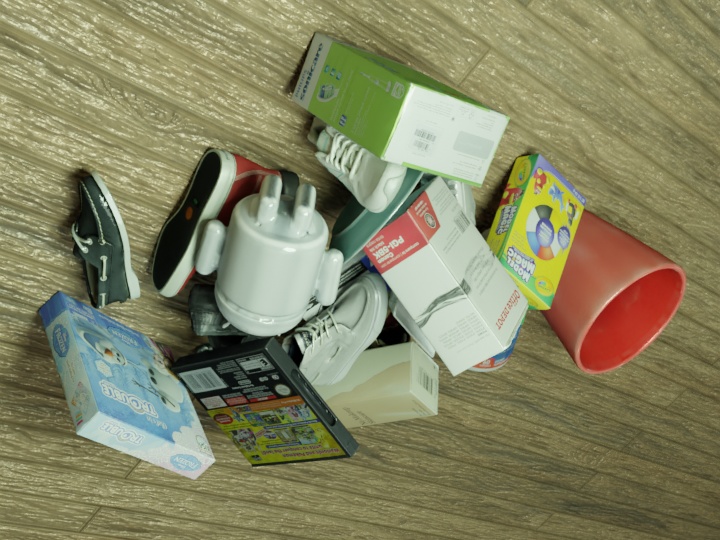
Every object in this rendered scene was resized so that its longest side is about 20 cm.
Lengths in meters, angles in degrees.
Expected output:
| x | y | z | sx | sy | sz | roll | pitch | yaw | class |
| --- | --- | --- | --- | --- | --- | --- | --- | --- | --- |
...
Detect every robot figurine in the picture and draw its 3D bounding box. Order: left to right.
| x | y | z | sx | sy | sz | roll | pitch | yaw | class |
| --- | --- | --- | --- | --- | --- | --- | --- | --- | --- |
| -0.103 | -0.008 | 1.282 | 0.168 | 0.113 | 0.201 | 16 | 122 | -4 | robot figurine |

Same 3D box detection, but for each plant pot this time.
| x | y | z | sx | sy | sz | roll | pitch | yaw | class |
| --- | --- | --- | --- | --- | --- | --- | --- | --- | --- |
| 0.333 | 0.017 | 1.604 | 0.199 | 0.178 | 0.202 | -25 | 141 | -21 | plant pot |

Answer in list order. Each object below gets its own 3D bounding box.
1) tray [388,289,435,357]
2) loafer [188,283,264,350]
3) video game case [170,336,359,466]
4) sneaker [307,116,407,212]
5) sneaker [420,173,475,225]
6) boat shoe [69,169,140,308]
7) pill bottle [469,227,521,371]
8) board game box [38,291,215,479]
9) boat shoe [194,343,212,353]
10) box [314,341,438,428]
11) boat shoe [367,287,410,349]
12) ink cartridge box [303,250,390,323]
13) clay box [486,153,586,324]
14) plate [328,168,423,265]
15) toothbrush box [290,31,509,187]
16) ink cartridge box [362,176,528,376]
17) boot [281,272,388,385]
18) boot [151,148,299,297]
| x | y | z | sx | sy | sz | roll | pitch | yaw | class |
| --- | --- | --- | --- | --- | --- | --- | --- | --- | --- |
| 0.077 | 0.040 | 1.509 | 0.200 | 0.022 | 0.108 | 48 | 55 | -63 | tray |
| -0.170 | 0.071 | 1.413 | 0.067 | 0.071 | 0.201 | 5 | 167 | 15 | loafer |
| -0.121 | 0.168 | 1.384 | 0.199 | 0.026 | 0.181 | -15 | 119 | 45 | video game case |
| -0.010 | -0.122 | 1.259 | 0.080 | 0.200 | 0.071 | 26 | 99 | -26 | sneaker |
| 0.128 | -0.054 | 1.460 | 0.082 | 0.074 | 0.202 | -36 | 131 | -51 | sneaker |
| -0.297 | -0.027 | 1.268 | 0.060 | 0.076 | 0.201 | -23 | 139 | -17 | boat shoe |
| 0.186 | 0.040 | 1.602 | 0.111 | 0.113 | 0.201 | -10 | 136 | -22 | pill bottle |
| -0.282 | 0.140 | 1.350 | 0.043 | 0.200 | 0.200 | -40 | 140 | 12 | board game box |
| -0.140 | 0.165 | 1.475 | 0.071 | 0.199 | 0.091 | -52 | 143 | -24 | boat shoe |
| 0.003 | 0.167 | 1.580 | 0.198 | 0.078 | 0.095 | -13 | 147 | 27 | box |
| 0.037 | 0.092 | 1.599 | 0.073 | 0.067 | 0.201 | -16 | 138 | -16 | boat shoe |
| 0.000 | 0.000 | 1.500 | 0.199 | 0.044 | 0.094 | -34 | 141 | 3 | ink cartridge box |
| 0.226 | -0.039 | 1.487 | 0.115 | 0.047 | 0.202 | 37 | 63 | -32 | clay box |
| 0.016 | -0.087 | 1.336 | 0.026 | 0.200 | 0.200 | 39 | 109 | -11 | plate |
| 0.040 | -0.176 | 1.215 | 0.145 | 0.200 | 0.087 | 11 | 109 | -39 | toothbrush box |
| 0.104 | 0.005 | 1.356 | 0.083 | 0.201 | 0.147 | -32 | -173 | 28 | ink cartridge box |
| -0.042 | 0.085 | 1.467 | 0.095 | 0.074 | 0.201 | -6 | 137 | -39 | boot |
| -0.156 | -0.043 | 1.345 | 0.143 | 0.073 | 0.201 | 13 | 120 | -41 | boot |
